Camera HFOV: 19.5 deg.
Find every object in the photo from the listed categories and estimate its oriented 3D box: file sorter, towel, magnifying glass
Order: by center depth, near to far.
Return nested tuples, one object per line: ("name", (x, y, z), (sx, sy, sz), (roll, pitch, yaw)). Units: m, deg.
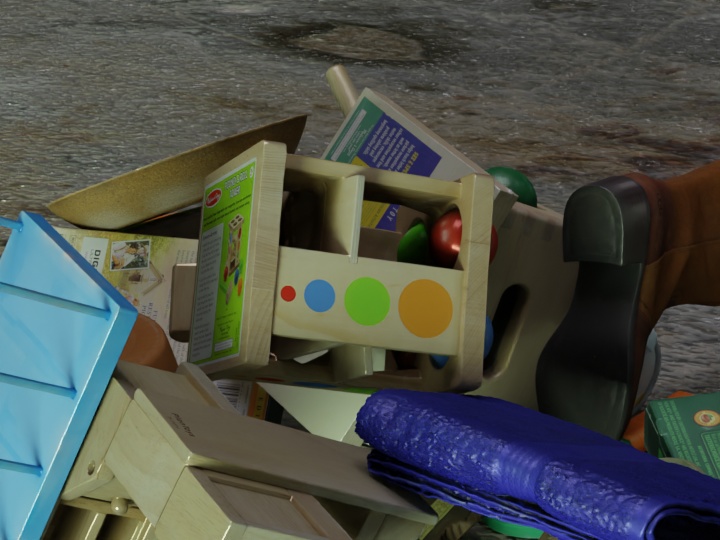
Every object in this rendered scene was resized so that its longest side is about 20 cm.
("towel", (0.109, 0.114, 1.106), (0.200, 0.050, 0.148), (19, 6, 39))
("file sorter", (-0.234, 0.071, 1.118), (0.123, 0.200, 0.139), (16, 13, -36))
("magnifying glass", (0.153, 0.123, 1.350), (0.080, 0.022, 0.200), (16, 31, 41))

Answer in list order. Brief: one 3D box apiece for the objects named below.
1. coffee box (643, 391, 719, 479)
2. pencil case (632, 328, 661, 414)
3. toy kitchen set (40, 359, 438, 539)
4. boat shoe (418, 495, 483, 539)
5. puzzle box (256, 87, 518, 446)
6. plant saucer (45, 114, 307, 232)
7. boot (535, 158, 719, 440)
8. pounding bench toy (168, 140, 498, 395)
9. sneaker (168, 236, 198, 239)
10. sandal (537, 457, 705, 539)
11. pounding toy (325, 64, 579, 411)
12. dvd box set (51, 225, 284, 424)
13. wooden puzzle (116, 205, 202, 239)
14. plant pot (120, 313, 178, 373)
("coffee box", (0.284, 0.118, 1.269), (0.200, 0.044, 0.123), (-8, 36, -6))
("pencil case", (0.127, 0.039, 1.472), (0.091, 0.083, 0.200), (-37, 31, -10))
("toy kitchen set", (-0.079, 0.168, 1.117), (0.163, 0.181, 0.200), (17, 15, -35))
("boat shoe", (0.007, 0.163, 1.228), (0.200, 0.072, 0.076), (-33, 1, -36))
("puzzle box", (0.000, 0.000, 1.335), (0.133, 0.200, 0.025), (41, 14, 34))
("plant saucer", (-0.127, -0.064, 1.514), (0.200, 0.035, 0.200), (-20, 2, 1))
("boot", (0.193, 0.023, 1.367), (0.068, 0.189, 0.200), (3, 7, 36))
("pounding bench toy", (-0.018, 0.011, 1.250), (0.156, 0.124, 0.200), (8, -10, -19))
("sneaker", (-0.072, 0.010, 1.506), (0.200, 0.140, 0.078), (2, 24, 18))
("sandal", (0.127, 0.152, 1.157), (0.080, 0.057, 0.201), (9, 34, 32))
("pounding toy", (0.047, -0.008, 1.395), (0.142, 0.200, 0.184), (15, 8, -34))
("dvd box set", (-0.140, 0.048, 1.439), (0.200, 0.147, 0.029), (4, -13, 23))
("wooden puzzle", (-0.204, -0.015, 1.630), (0.185, 0.037, 0.200), (-18, 0, -31))
("plant pot", (-0.179, 0.110, 1.282), (0.200, 0.140, 0.200), (-3, 21, 1))
